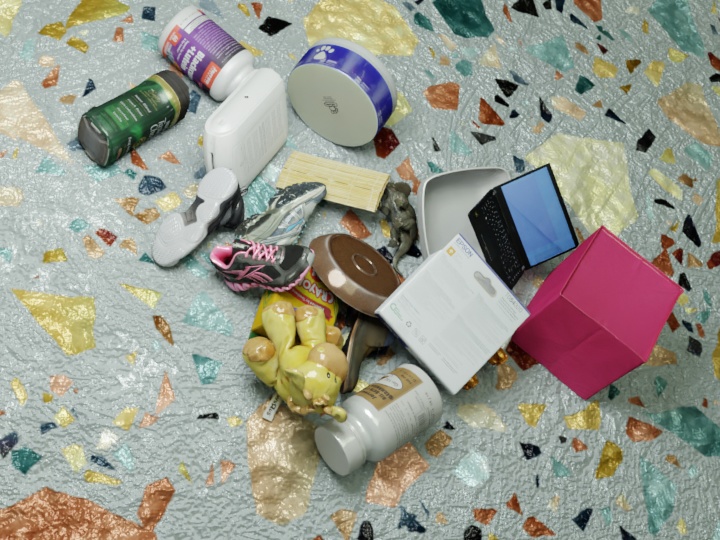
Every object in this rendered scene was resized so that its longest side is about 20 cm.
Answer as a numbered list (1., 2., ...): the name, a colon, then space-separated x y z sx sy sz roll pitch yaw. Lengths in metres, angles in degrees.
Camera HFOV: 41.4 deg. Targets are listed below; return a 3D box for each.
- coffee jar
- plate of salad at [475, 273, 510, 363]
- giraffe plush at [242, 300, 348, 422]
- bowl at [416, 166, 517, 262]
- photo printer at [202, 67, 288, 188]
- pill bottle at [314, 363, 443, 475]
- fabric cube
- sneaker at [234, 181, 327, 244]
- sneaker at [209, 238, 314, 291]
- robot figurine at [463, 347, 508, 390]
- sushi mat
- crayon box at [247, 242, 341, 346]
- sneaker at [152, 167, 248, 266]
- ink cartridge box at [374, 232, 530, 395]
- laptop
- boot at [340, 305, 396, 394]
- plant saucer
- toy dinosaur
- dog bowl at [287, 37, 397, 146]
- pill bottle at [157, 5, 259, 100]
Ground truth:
1. coffee jar: -0.394 -0.271 1.678 0.085 0.104 0.200 47 58 4
2. plate of salad: 0.188 0.079 1.745 0.199 0.048 0.201 1 85 -14
3. giraffe plush: -0.085 0.159 1.492 0.172 0.162 0.201 12 91 -27
4. bowl: 0.191 -0.091 1.795 0.199 0.075 0.200 -10 98 -25
5. photo printer: -0.208 -0.240 1.700 0.069 0.167 0.200 23 56 17
6. pill bottle: 0.028 0.246 1.562 0.200 0.114 0.114 -29 76 -31
7. fabric cube: 0.432 0.080 1.757 0.200 0.199 0.196 39 56 2
8. sneaker: -0.134 -0.086 1.699 0.200 0.078 0.086 -39 122 -25
9. sneaker: -0.169 -0.018 1.573 0.095 0.200 0.079 49 46 -39
10. robot figurine: 0.166 0.102 1.681 0.145 0.058 0.200 -38 96 -12
11. sushi mat: -0.052 -0.166 1.766 0.199 0.012 0.096 15 58 14
12. crayon box: -0.106 0.070 1.621 0.127 0.051 0.200 33 55 -26
13. sneaker: -0.266 -0.079 1.643 0.075 0.114 0.200 40 91 21
14. ink cartridge box: 0.158 0.074 1.629 0.200 0.043 0.196 -44 99 -14
15. laptop: 0.302 -0.072 1.746 0.200 0.103 0.178 -43 114 -53
16. boot: 0.019 0.129 1.644 0.097 0.075 0.201 16 57 -10
17. plant saucer: 0.000 0.000 1.672 0.200 0.035 0.200 31 26 -17
18. toy dinosaur: 0.078 -0.093 1.781 0.102 0.077 0.201 -8 78 -60
19. dog bowl: -0.035 -0.333 1.792 0.200 0.200 0.079 35 60 -1
20. pill bottle: -0.270 -0.390 1.784 0.200 0.111 0.111 40 57 3
